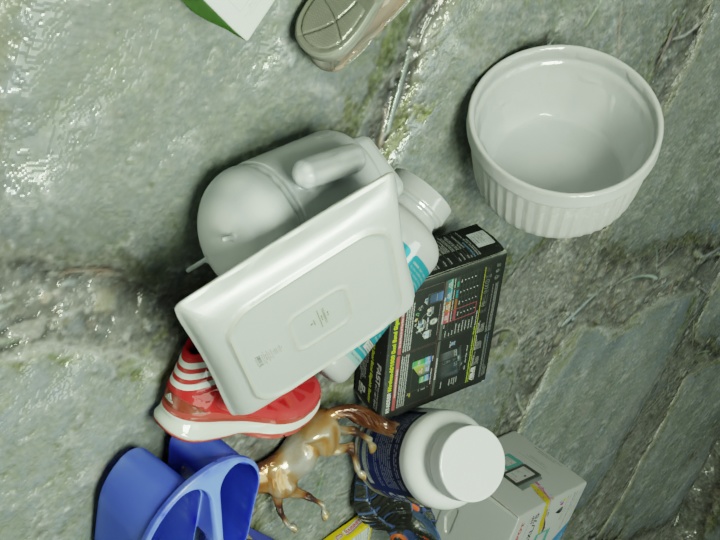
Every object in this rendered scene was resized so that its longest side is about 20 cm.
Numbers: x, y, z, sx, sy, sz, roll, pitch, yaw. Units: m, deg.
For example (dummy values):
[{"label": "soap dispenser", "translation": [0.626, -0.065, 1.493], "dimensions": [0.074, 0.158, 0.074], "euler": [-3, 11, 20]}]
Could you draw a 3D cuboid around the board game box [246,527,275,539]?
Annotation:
[{"label": "board game box", "translation": [-0.145, 0.392, 1.200], "dimensions": [0.200, 0.097, 0.160], "euler": [-45, 148, -4]}]

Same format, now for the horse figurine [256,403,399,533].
[{"label": "horse figurine", "translation": [-0.054, 0.212, 1.215], "dimensions": [0.200, 0.050, 0.133], "euler": [-44, 126, -2]}]

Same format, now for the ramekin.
[{"label": "ramekin", "translation": [0.209, -0.127, 1.156], "dimensions": [0.200, 0.200, 0.105], "euler": [-42, 155, -22]}]

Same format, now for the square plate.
[{"label": "square plate", "translation": [-0.039, 0.032, 0.902], "dimensions": [0.198, 0.028, 0.200], "euler": [-33, 150, -12]}]

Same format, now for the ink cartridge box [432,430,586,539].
[{"label": "ink cartridge box", "translation": [0.204, 0.354, 1.626], "dimensions": [0.199, 0.146, 0.147], "euler": [-10, 126, -50]}]

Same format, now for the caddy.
[{"label": "caddy", "translation": [-0.167, 0.241, 1.038], "dimensions": [0.141, 0.105, 0.201], "euler": [-26, 141, -42]}]

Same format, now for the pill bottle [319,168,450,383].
[{"label": "pill bottle", "translation": [0.000, 0.000, 1.055], "dimensions": [0.200, 0.111, 0.111], "euler": [-51, 148, -9]}]

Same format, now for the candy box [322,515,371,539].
[{"label": "candy box", "translation": [-0.035, 0.419, 1.469], "dimensions": [0.102, 0.026, 0.201], "euler": [-30, 140, -37]}]

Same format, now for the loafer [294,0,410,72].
[{"label": "loafer", "translation": [0.023, -0.249, 0.914], "dimensions": [0.200, 0.072, 0.063], "euler": [-49, 165, -2]}]

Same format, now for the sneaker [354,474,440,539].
[{"label": "sneaker", "translation": [0.044, 0.301, 1.440], "dimensions": [0.075, 0.079, 0.200], "euler": [-18, 134, 13]}]

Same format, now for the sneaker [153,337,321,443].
[{"label": "sneaker", "translation": [-0.095, 0.094, 1.042], "dimensions": [0.200, 0.078, 0.116], "euler": [-8, 126, -53]}]

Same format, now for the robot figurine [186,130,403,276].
[{"label": "robot figurine", "translation": [-0.056, -0.048, 0.931], "dimensions": [0.200, 0.113, 0.170], "euler": [-28, 164, -39]}]

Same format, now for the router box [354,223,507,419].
[{"label": "router box", "translation": [0.075, 0.060, 1.230], "dimensions": [0.149, 0.062, 0.201], "euler": [-18, 134, -26]}]

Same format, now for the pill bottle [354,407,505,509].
[{"label": "pill bottle", "translation": [0.079, 0.213, 1.261], "dimensions": [0.110, 0.200, 0.112], "euler": [2, 84, -24]}]

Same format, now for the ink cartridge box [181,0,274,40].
[{"label": "ink cartridge box", "translation": [-0.113, -0.250, 0.719], "dimensions": [0.104, 0.059, 0.200], "euler": [-56, 149, -2]}]
